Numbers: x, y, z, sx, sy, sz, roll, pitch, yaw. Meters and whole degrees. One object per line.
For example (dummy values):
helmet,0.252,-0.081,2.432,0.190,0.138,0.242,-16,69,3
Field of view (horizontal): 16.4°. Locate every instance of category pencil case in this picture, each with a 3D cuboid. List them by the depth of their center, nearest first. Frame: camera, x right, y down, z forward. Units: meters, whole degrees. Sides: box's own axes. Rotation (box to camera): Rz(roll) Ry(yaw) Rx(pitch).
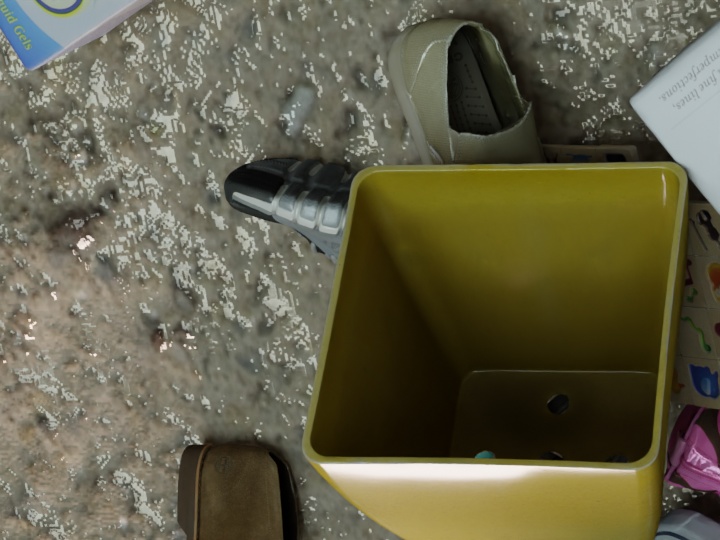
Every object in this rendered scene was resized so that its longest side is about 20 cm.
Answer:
pencil case,0.278,0.150,1.555,0.199,0.094,0.091,36,135,10

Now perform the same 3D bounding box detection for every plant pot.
plant pot,0.096,0.069,1.465,0.199,0.201,0.177,0,147,16

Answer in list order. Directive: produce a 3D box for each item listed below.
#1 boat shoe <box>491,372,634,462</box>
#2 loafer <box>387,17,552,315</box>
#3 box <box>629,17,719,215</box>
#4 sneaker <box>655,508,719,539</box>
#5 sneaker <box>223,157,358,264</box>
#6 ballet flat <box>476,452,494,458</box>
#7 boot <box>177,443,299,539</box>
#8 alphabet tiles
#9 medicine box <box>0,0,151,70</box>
boat shoe,0.103,0.145,1.580,0.067,0.057,0.200,46,108,3
loafer,0.079,-0.068,1.548,0.201,0.075,0.068,64,154,4
box,0.300,-0.095,1.432,0.199,0.131,0.200,-39,91,30
sneaker,0.223,0.202,1.549,0.073,0.200,0.071,39,84,-17
sneaker,0.000,0.000,1.636,0.199,0.075,0.116,13,116,18
ballet flat,0.117,0.147,1.642,0.200,0.072,0.072,37,120,6
boot,-0.083,0.220,1.731,0.075,0.074,0.202,-3,83,15
alphabet tiles,0.166,0.002,1.544,0.199,0.008,0.168,5,114,54
medicine box,-0.169,-0.259,1.595,0.199,0.103,0.183,-29,96,31
